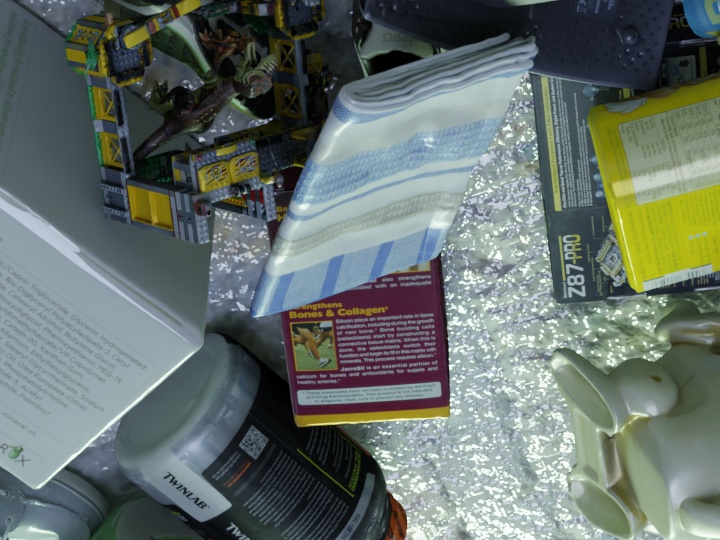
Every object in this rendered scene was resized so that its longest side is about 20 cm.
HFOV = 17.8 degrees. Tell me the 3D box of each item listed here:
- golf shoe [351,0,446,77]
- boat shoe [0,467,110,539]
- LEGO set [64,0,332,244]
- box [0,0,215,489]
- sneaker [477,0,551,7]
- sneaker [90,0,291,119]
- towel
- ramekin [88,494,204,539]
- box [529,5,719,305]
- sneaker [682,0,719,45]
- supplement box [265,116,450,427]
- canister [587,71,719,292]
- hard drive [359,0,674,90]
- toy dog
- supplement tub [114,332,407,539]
[{"bbox_3d":[0.029,-0.179,1.396,0.077,0.095,0.201,-4,125,5],"label":"golf shoe"},{"bbox_3d":[-0.282,0.176,1.678,0.199,0.072,0.070,16,126,-11],"label":"boat shoe"},{"bbox_3d":[-0.068,-0.097,1.354,0.199,0.115,0.155,-10,106,-39],"label":"LEGO set"},{"bbox_3d":[-0.215,-0.018,1.452,0.200,0.200,0.171,38,118,-24],"label":"box"},{"bbox_3d":[0.127,-0.199,1.261,0.198,0.072,0.083,-12,133,23],"label":"sneaker"},{"bbox_3d":[-0.121,-0.166,1.438,0.088,0.077,0.200,2,148,47],"label":"sneaker"},{"bbox_3d":[0.018,-0.053,1.357,0.146,0.024,0.201,-19,150,-35],"label":"towel"},{"bbox_3d":[-0.128,0.256,1.663,0.199,0.201,0.098,27,116,-18],"label":"ramekin"},{"bbox_3d":[0.196,-0.074,1.499,0.160,0.049,0.201,-8,127,4],"label":"box"},{"bbox_3d":[0.258,-0.164,1.327,0.130,0.200,0.080,-19,99,-2],"label":"sneaker"},{"bbox_3d":[0.000,0.000,1.533,0.109,0.086,0.201,-4,127,3],"label":"supplement box"},{"bbox_3d":[0.248,-0.067,1.408,0.198,0.087,0.149,-15,146,5],"label":"canister"},{"bbox_3d":[0.097,-0.188,1.369,0.198,0.042,0.136,11,93,-24],"label":"hard drive"},{"bbox_3d":[0.253,0.088,1.546,0.199,0.194,0.141,-26,114,-21],"label":"toy dog"},{"bbox_3d":[-0.066,0.146,1.621,0.122,0.123,0.200,-35,118,24],"label":"supplement tub"}]
